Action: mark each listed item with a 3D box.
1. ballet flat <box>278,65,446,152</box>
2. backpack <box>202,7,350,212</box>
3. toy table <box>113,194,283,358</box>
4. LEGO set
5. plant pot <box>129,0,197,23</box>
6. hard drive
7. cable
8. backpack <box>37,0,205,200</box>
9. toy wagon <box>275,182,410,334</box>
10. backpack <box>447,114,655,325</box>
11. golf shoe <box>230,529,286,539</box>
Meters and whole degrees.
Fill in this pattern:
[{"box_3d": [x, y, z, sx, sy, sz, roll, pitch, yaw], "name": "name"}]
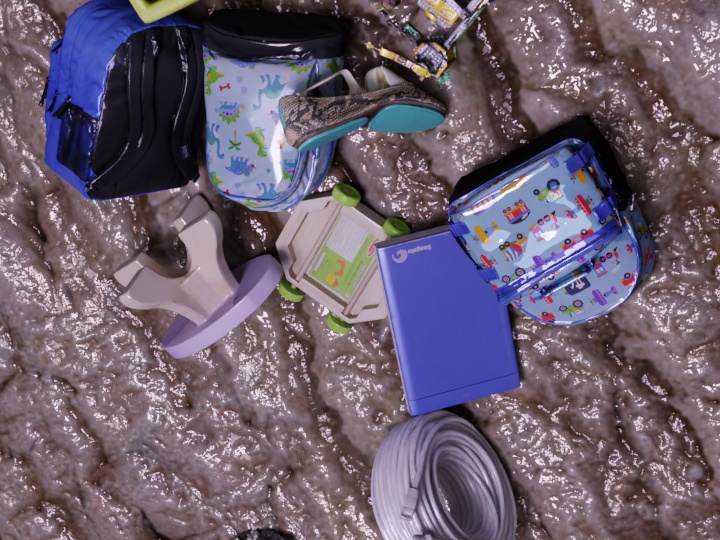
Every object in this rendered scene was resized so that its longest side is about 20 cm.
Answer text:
[{"box_3d": [0.002, -0.174, 1.313, 0.068, 0.199, 0.076, -36, 72, 54], "name": "ballet flat"}, {"box_3d": [-0.097, -0.165, 1.376, 0.162, 0.154, 0.201, 9, 125, 12], "name": "backpack"}, {"box_3d": [-0.193, 0.011, 1.462, 0.200, 0.184, 0.117, -33, 111, 30], "name": "toy table"}, {"box_3d": [0.043, -0.283, 1.274, 0.154, 0.116, 0.200, -38, 94, 29], "name": "LEGO set"}, {"box_3d": [-0.151, -0.388, 1.270, 0.198, 0.182, 0.201, -22, 102, 26], "name": "plant pot"}, {"box_3d": [0.098, 0.051, 1.411, 0.131, 0.025, 0.201, -14, 108, -6], "name": "hard drive"}, {"box_3d": [0.097, 0.258, 1.432, 0.069, 0.201, 0.200, -28, 126, 32], "name": "cable"}, {"box_3d": [-0.267, -0.201, 1.402, 0.168, 0.162, 0.201, 35, 124, 28], "name": "backpack"}, {"box_3d": [0.000, 0.000, 1.453, 0.200, 0.040, 0.155, 34, 119, 4], "name": "toy wagon"}, {"box_3d": [0.203, -0.028, 1.304, 0.182, 0.135, 0.201, -26, 104, 19], "name": "backpack"}, {"box_3d": [-0.158, 0.401, 1.671, 0.199, 0.077, 0.088, -24, 121, 30], "name": "golf shoe"}]
